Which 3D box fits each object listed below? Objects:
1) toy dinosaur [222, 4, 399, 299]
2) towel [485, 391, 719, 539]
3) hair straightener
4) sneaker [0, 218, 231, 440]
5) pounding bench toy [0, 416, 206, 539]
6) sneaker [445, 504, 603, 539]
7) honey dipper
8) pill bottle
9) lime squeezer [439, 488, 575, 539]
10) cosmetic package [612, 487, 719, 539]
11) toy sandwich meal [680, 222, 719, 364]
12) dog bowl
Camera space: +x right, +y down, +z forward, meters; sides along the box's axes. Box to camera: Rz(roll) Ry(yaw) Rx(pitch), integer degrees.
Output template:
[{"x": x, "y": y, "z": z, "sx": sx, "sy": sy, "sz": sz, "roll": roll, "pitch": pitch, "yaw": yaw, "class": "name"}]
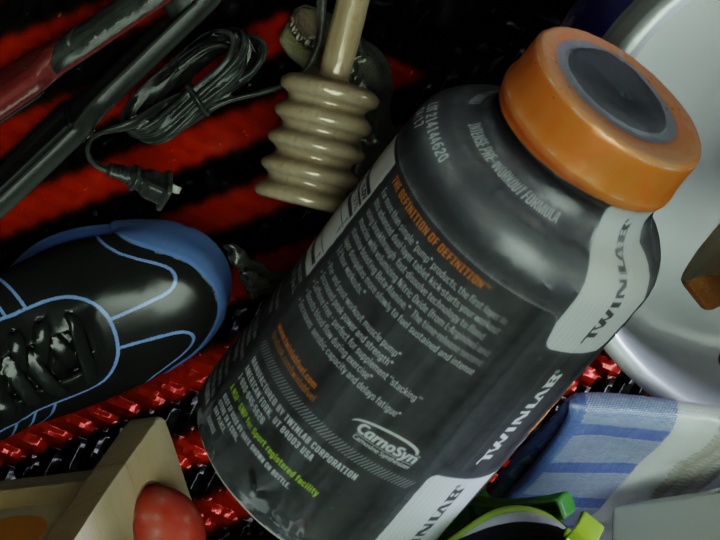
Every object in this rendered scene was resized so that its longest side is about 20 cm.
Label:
[{"x": 0.000, "y": 0.000, "z": 1.140, "sx": 0.088, "sy": 0.047, "sz": 0.200, "roll": -28, "pitch": 115, "yaw": -6, "class": "toy dinosaur"}, {"x": 0.158, "y": 0.089, "z": 1.158, "sx": 0.200, "sy": 0.147, "sz": 0.024, "roll": 8, "pitch": 66, "yaw": -11, "class": "towel"}, {"x": -0.088, "y": -0.063, "z": 1.109, "sx": 0.200, "sy": 0.041, "sz": 0.077, "roll": -37, "pitch": 111, "yaw": -1, "class": "hair straightener"}, {"x": -0.143, "y": 0.040, "z": 1.099, "sx": 0.200, "sy": 0.078, "sz": 0.070, "roll": -18, "pitch": 113, "yaw": 5, "class": "sneaker"}, {"x": -0.119, "y": 0.176, "z": 1.107, "sx": 0.156, "sy": 0.124, "sz": 0.200, "roll": -8, "pitch": 113, "yaw": 20, "class": "pounding bench toy"}, {"x": 0.010, "y": 0.158, "z": 1.048, "sx": 0.072, "sy": 0.083, "sz": 0.200, "roll": 40, "pitch": 86, "yaw": -4, "class": "sneaker"}, {"x": 0.001, "y": -0.121, "z": 1.081, "sx": 0.038, "sy": 0.038, "sz": 0.200, "roll": 12, "pitch": 91, "yaw": -14, "class": "honey dipper"}, {"x": 0.035, "y": 0.008, "z": 1.050, "sx": 0.106, "sy": 0.106, "sz": 0.200, "roll": 29, "pitch": 120, "yaw": -18, "class": "pill bottle"}, {"x": 0.010, "y": 0.112, "z": 1.170, "sx": 0.200, "sy": 0.071, "sz": 0.038, "roll": -19, "pitch": 110, "yaw": 29, "class": "lime squeezer"}, {"x": 0.155, "y": 0.183, "z": 1.097, "sx": 0.113, "sy": 0.200, "sz": 0.081, "roll": -9, "pitch": 151, "yaw": 30, "class": "cosmetic package"}, {"x": 0.195, "y": -0.019, "z": 1.003, "sx": 0.205, "sy": 0.205, "sz": 0.070, "roll": -44, "pitch": 97, "yaw": 7, "class": "toy sandwich meal"}, {"x": 0.165, "y": -0.041, "z": 1.135, "sx": 0.200, "sy": 0.079, "sz": 0.200, "roll": -3, "pitch": 110, "yaw": -9, "class": "dog bowl"}]
